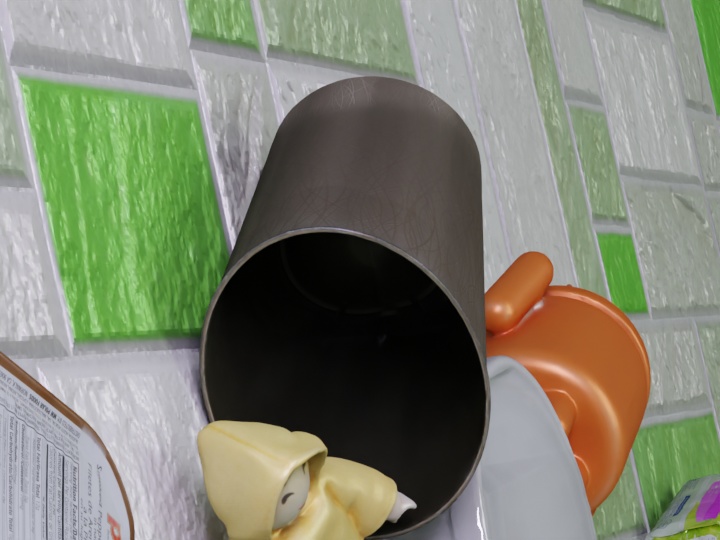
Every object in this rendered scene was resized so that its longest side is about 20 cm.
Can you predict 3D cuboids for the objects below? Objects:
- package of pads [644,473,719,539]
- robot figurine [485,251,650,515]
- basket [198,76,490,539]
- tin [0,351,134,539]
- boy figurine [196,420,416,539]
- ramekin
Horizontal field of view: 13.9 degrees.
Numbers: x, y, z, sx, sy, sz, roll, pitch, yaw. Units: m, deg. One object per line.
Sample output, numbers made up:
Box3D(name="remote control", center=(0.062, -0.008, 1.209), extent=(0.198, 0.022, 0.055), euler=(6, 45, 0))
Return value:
Box3D(name="package of pads", center=(0.271, 0.262, 2.162), extent=(0.154, 0.068, 0.201), euler=(-34, 109, -71))
Box3D(name="robot figurine", center=(0.109, 0.077, 1.747), extent=(0.144, 0.117, 0.200), euler=(42, 23, -3))
Box3D(name="basket", center=(0.000, 0.000, 1.467), extent=(0.200, 0.136, 0.181), euler=(-83, 164, -55))
Box3D(name="tin", center=(-0.141, 0.091, 1.136), extent=(0.200, 0.042, 0.112), euler=(47, 39, -56))
Box3D(name="boy figurine", center=(-0.018, 0.137, 1.374), extent=(0.124, 0.064, 0.200), euler=(-46, 134, -29))
Box3D(name="ramekin", center=(0.055, 0.152, 1.571), extent=(0.202, 0.094, 0.203), euler=(-13, 90, -71))
